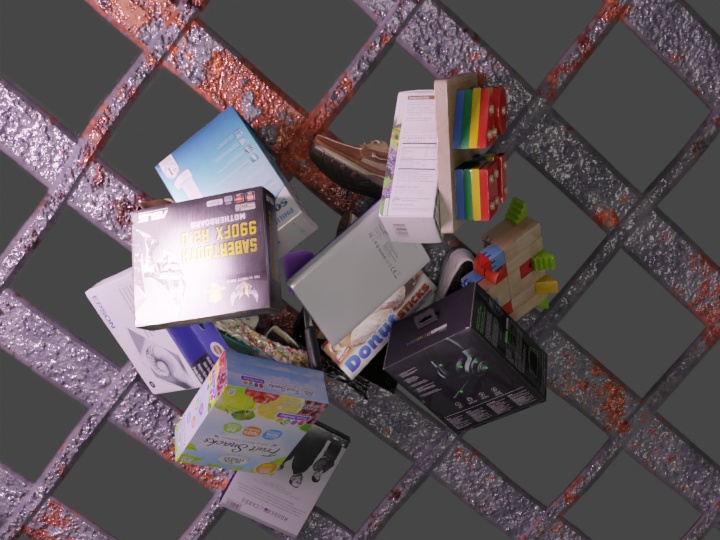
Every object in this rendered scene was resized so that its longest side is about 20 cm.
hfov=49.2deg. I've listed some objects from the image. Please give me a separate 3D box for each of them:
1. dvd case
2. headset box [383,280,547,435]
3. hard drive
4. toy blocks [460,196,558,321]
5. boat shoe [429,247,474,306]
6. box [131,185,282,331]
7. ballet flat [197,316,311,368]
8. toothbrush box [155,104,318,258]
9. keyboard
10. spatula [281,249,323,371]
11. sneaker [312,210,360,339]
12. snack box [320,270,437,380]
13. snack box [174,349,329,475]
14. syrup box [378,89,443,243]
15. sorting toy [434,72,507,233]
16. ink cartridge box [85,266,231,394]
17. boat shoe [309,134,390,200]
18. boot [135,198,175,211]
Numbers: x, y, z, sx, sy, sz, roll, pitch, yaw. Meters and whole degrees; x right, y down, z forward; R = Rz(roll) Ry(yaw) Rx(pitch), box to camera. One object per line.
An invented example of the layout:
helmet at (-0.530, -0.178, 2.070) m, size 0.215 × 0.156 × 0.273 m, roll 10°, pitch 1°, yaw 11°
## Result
dvd case at (-0.127, 0.334, 1.315) m, size 0.148 × 0.025 × 0.203 m, roll 27°, pitch 101°, yaw -12°
headset box at (0.154, 0.133, 1.179) m, size 0.173 × 0.094 × 0.199 m, roll -31°, pitch 119°, yaw 36°
hard drive at (0.000, 0.000, 1.167) m, size 0.199 × 0.025 × 0.133 m, roll -41°, pitch 123°, yaw -10°
toy blocks at (0.215, 0.012, 1.198) m, size 0.136 × 0.100 × 0.202 m, roll -34°, pitch 132°, yaw -18°
boat shoe at (0.148, 0.068, 1.251) m, size 0.070 × 0.066 × 0.204 m, roll 13°, pitch 103°, yaw -9°
box at (-0.205, -0.013, 1.039) m, size 0.196 × 0.048 × 0.162 m, roll -8°, pitch 77°, yaw 15°
ballet flat at (-0.156, 0.106, 1.199) m, size 0.198 × 0.075 × 0.065 m, roll 33°, pitch 68°, yaw -18°
toothbrush box at (-0.175, -0.104, 1.118) m, size 0.145 × 0.085 × 0.201 m, roll -37°, pitch 71°, yaw 4°
keyboard at (-0.023, 0.133, 1.276) m, size 0.197 × 0.040 × 0.106 m, roll 30°, pitch 77°, yaw -11°
spatula at (-0.077, 0.071, 1.185) m, size 0.055 × 0.020 × 0.205 m, roll -12°, pitch 101°, yaw -21°
sneaker at (-0.007, 0.016, 1.218) m, size 0.088 × 0.067 × 0.204 m, roll 12°, pitch 101°, yaw -21°
snack box at (0.030, 0.074, 1.243) m, size 0.072 × 0.024 × 0.200 m, roll 44°, pitch 86°, yaw -12°
snack box at (-0.165, 0.218, 1.173) m, size 0.166 × 0.069 × 0.201 m, roll 15°, pitch 131°, yaw -27°
syrup box at (0.084, -0.148, 1.111) m, size 0.080 × 0.079 × 0.204 m, roll 2°, pitch 67°, yaw 17°
sorting toy at (0.165, -0.174, 1.115) m, size 0.068 × 0.200 × 0.203 m, roll 1°, pitch 106°, yaw 20°
ink cartridge box at (-0.297, 0.087, 1.166) m, size 0.198 × 0.041 × 0.202 m, roll -17°, pitch 110°, yaw 42°
boat shoe at (0.019, -0.155, 1.185) m, size 0.197 × 0.076 × 0.075 m, roll 26°, pitch 71°, yaw -14°
boot at (-0.262, -0.020, 1.133) m, size 0.074 × 0.075 × 0.201 m, roll -47°, pitch 67°, yaw 27°
